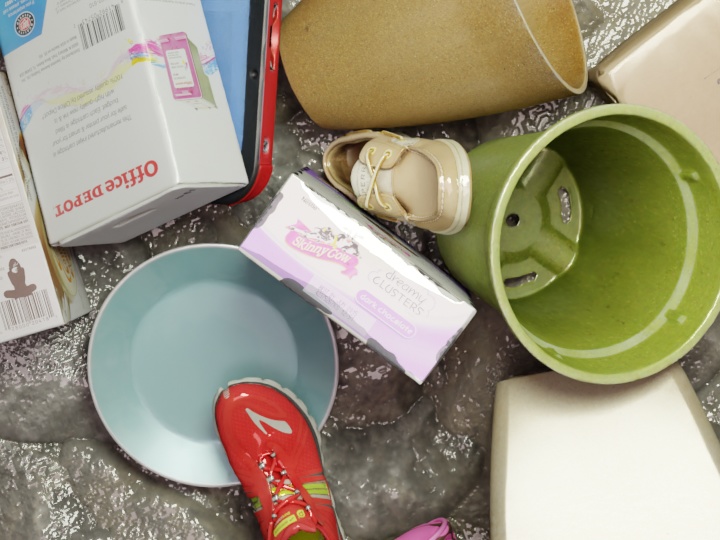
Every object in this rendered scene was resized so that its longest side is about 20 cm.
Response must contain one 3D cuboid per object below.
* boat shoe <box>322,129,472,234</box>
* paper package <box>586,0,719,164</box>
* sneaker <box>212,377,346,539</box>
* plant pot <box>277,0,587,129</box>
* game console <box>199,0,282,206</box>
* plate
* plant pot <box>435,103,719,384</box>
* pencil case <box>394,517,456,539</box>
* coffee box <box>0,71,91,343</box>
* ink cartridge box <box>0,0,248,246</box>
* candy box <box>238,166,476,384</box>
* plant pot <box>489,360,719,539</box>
[{"bbox_3d":[0.024,-0.067,1.669,0.069,0.200,0.074,0,97,-20],"label":"boat shoe"},{"bbox_3d":[0.307,-0.137,1.710,0.200,0.103,0.191,-38,93,3],"label":"paper package"},{"bbox_3d":[-0.054,0.176,1.730,0.077,0.085,0.201,-23,106,3],"label":"sneaker"},{"bbox_3d":[0.045,-0.187,1.690,0.199,0.186,0.187,-21,93,21],"label":"plant pot"},{"bbox_3d":[-0.139,-0.154,1.715,0.176,0.031,0.201,6,94,32],"label":"game console"},{"bbox_3d":[-0.116,0.073,1.760,0.199,0.026,0.201,0,104,-1],"label":"plate"},{"bbox_3d":[0.150,-0.030,1.664,0.200,0.184,0.201,-3,98,-21],"label":"plant pot"},{"bbox_3d":[0.070,0.301,1.747,0.090,0.094,0.201,-26,93,3],"label":"pencil case"},{"bbox_3d":[-0.282,-0.048,1.724,0.079,0.114,0.201,-16,92,3],"label":"coffee box"},{"bbox_3d":[-0.184,-0.132,1.683,0.144,0.084,0.201,-22,77,36],"label":"ink cartridge box"},{"bbox_3d":[0.000,0.000,1.676,0.168,0.200,0.072,37,94,-1],"label":"candy box"},{"bbox_3d":[0.183,0.163,1.696,0.199,0.200,0.178,-11,82,2],"label":"plant pot"}]
